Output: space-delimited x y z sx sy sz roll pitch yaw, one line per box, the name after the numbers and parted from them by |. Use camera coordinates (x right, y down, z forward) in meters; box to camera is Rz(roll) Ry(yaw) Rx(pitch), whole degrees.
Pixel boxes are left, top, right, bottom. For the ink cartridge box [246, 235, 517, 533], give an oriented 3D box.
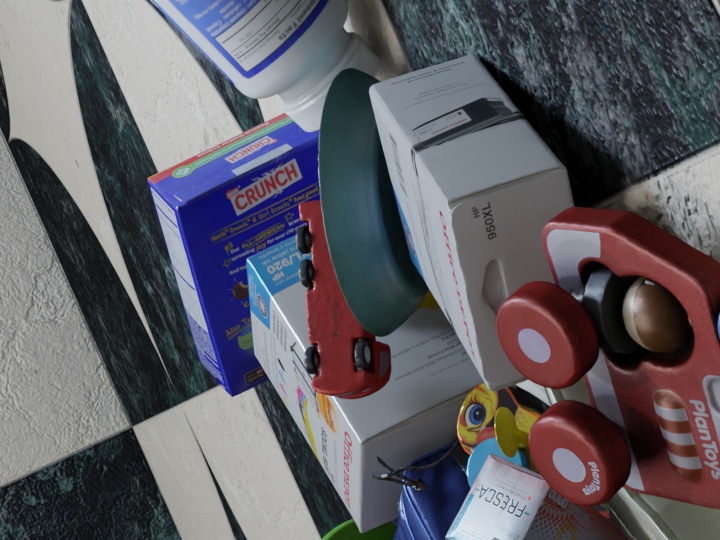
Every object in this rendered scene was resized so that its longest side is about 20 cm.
0.016 0.075 1.781 0.201 0.144 0.148 57 162 31 | ink cartridge box

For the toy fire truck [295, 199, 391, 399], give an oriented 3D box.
0.000 0.000 1.679 0.141 0.048 0.202 17 -113 -68 | toy fire truck

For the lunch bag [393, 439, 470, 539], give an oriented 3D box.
0.115 0.226 1.690 0.201 0.135 0.133 58 163 28 | lunch bag

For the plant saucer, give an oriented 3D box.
0.021 -0.053 1.631 0.200 0.036 0.202 -7 -90 -70 | plant saucer

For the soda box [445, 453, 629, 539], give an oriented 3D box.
0.146 0.199 1.488 0.063 0.069 0.200 19 165 47 | soda box

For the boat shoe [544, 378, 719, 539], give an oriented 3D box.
0.177 0.124 1.460 0.202 0.072 0.060 56 157 21 | boat shoe

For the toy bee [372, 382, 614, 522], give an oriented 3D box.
0.109 0.119 1.595 0.131 0.198 0.110 44 -120 -76 | toy bee

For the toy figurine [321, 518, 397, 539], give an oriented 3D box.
0.075 0.300 1.945 0.183 0.199 0.152 3 96 51 | toy figurine

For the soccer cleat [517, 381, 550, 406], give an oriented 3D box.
0.102 0.031 1.588 0.200 0.069 0.078 51 162 38 | soccer cleat

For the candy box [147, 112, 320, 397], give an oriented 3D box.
-0.078 -0.019 1.913 0.077 0.168 0.201 39 148 51 | candy box

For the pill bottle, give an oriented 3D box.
-0.080 -0.204 1.677 0.200 0.112 0.112 45 171 -20 | pill bottle

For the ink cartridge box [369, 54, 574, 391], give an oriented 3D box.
0.081 -0.035 1.462 0.200 0.084 0.145 -118 11 -60 | ink cartridge box

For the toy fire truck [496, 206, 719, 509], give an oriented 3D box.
0.185 0.056 1.314 0.167 0.112 0.201 7 123 44 | toy fire truck
